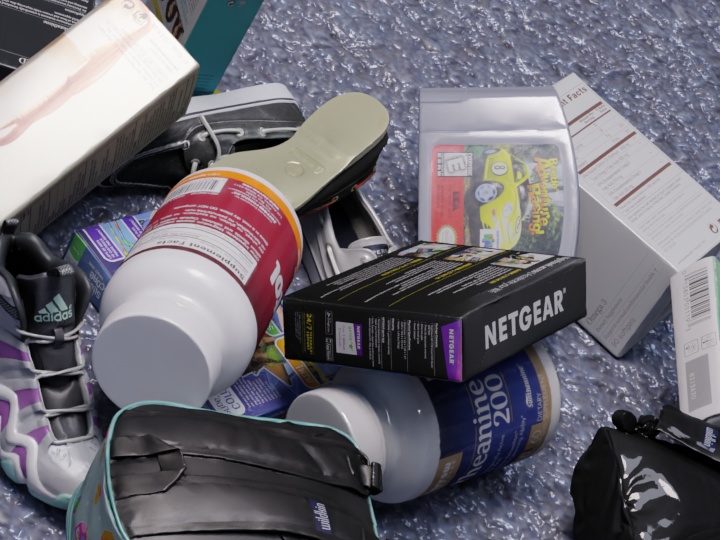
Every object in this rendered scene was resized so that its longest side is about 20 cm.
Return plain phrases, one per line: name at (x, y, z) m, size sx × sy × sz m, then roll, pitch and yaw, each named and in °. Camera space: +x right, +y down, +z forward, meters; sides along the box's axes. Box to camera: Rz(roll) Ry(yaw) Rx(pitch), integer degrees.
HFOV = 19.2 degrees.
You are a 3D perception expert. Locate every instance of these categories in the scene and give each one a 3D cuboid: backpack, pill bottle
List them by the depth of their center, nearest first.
backpack at (-0.095, 0.181, 1.380) m, size 0.199 × 0.153 × 0.177 m, roll 19°, pitch 39°, yaw -29°
pill bottle at (-0.116, 0.018, 1.485) m, size 0.112 × 0.113 × 0.200 m, roll 30°, pitch 32°, yaw -2°
pill bottle at (0.045, 0.108, 1.571) m, size 0.199 × 0.111 × 0.111 m, roll -14°, pitch 58°, yaw -40°
backpack at (0.262, 0.203, 1.602) m, size 0.199 × 0.127 × 0.168 m, roll 10°, pitch 57°, yaw -25°

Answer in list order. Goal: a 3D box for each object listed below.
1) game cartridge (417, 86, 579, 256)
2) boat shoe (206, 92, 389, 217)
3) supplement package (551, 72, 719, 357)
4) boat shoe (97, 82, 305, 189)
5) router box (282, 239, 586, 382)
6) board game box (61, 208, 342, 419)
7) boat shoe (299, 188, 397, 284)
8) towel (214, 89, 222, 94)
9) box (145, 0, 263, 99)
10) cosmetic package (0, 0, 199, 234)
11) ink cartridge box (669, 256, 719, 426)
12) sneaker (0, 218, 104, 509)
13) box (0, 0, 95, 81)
game cartridge at (0.112, -0.053, 1.729) m, size 0.132 × 0.041 × 0.202 m, roll 0°, pitch 77°, yaw 1°
boat shoe at (-0.060, -0.066, 1.655) m, size 0.201 × 0.063 × 0.074 m, roll -33°, pitch 64°, yaw -29°
supplement package at (0.200, -0.049, 1.818) m, size 0.200 × 0.117 × 0.117 m, roll 42°, pitch 44°, yaw 13°
boat shoe at (-0.125, -0.092, 1.690) m, size 0.198 × 0.074 × 0.068 m, roll -15°, pitch 60°, yaw -37°
router box at (0.057, 0.026, 1.551) m, size 0.148 × 0.052 × 0.200 m, roll 6°, pitch 16°, yaw 32°
board game box at (-0.116, 0.037, 1.600) m, size 0.135 × 0.035 × 0.200 m, roll -16°, pitch 59°, yaw -41°
boat shoe at (0.000, 0.000, 1.685) m, size 0.073 × 0.066 × 0.201 m, roll -8°, pitch 54°, yaw -37°
towel at (-0.168, -0.136, 1.756) m, size 0.199 × 0.018 × 0.086 m, roll 26°, pitch 47°, yaw -9°
box at (-0.130, -0.199, 1.675) m, size 0.049 × 0.200 × 0.083 m, roll 2°, pitch 54°, yaw -28°
cosmetic package at (-0.222, -0.104, 1.556) m, size 0.200 × 0.103 × 0.087 m, roll -42°, pitch 85°, yaw -21°
ink cartridge box at (0.321, 0.109, 1.715) m, size 0.200 × 0.050 × 0.162 m, roll 41°, pitch 36°, yaw -35°
sneaker at (-0.213, 0.053, 1.443) m, size 0.077 × 0.140 × 0.200 m, roll -13°, pitch 57°, yaw -40°
box at (-0.314, -0.201, 1.665) m, size 0.199 × 0.079 × 0.142 m, roll 17°, pitch 49°, yaw -15°
